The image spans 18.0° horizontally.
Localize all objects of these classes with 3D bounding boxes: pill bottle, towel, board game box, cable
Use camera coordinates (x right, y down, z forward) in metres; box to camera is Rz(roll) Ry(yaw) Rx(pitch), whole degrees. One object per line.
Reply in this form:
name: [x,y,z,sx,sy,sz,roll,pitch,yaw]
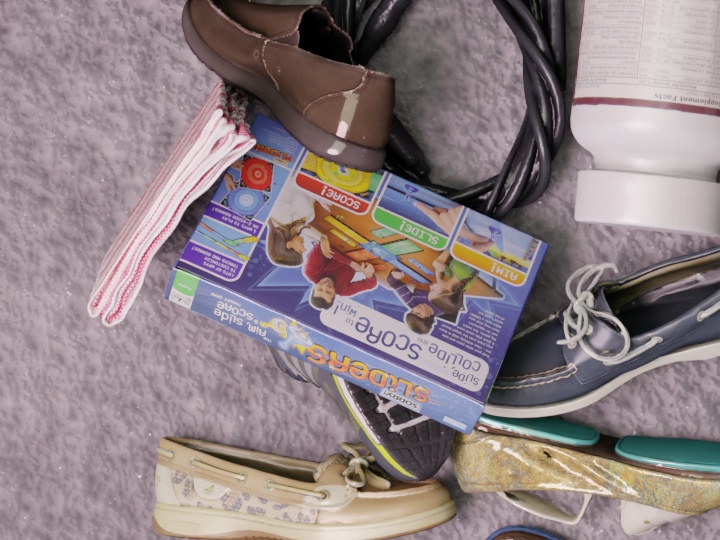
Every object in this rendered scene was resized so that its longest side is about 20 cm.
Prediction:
pill bottle: [0.184,-0.124,1.363,0.109,0.110,0.201,6,90,14]
towel: [-0.114,-0.045,1.396,0.030,0.200,0.147,34,98,-8]
board game box: [0.000,0.000,1.364,0.199,0.035,0.136,25,52,2]
cable: [0.051,-0.118,1.426,0.162,0.051,0.201,-1,89,14]

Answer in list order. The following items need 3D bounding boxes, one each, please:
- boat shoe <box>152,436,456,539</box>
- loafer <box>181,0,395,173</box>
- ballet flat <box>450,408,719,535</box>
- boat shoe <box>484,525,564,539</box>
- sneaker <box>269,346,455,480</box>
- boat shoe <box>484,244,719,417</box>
boat shoe: [-0.038,0.137,1.430,0.199,0.073,0.063,-1,91,14]
loafer: [-0.036,-0.134,1.407,0.200,0.073,0.071,41,110,39]
ballet flat: [0.150,0.128,1.391,0.199,0.071,0.071,9,91,16]
boat shoe: [0.147,0.232,1.382,0.200,0.072,0.072,42,98,11]
sneaker: [-0.010,0.049,1.413,0.074,0.081,0.200,-21,66,-28]
boat shoe: [0.157,0.033,1.375,0.199,0.062,0.075,-16,43,12]
